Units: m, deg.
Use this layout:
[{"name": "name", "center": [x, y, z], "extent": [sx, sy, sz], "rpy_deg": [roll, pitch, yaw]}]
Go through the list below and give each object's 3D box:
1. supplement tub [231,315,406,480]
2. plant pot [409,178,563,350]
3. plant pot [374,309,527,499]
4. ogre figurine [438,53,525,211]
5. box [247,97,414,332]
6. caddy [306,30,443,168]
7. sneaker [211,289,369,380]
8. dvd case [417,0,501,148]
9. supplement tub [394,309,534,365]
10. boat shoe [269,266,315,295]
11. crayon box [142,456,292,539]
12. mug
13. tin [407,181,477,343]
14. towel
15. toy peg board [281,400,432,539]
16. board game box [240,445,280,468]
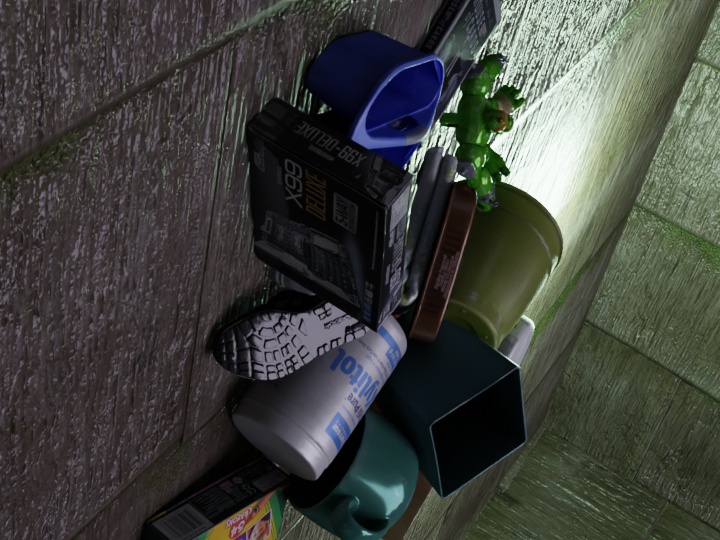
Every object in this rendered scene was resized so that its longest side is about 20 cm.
[{"name": "supplement tub", "center": [-0.046, 0.129, 1.409], "extent": [0.201, 0.131, 0.133], "rpy_deg": [-55, 162, -21]}, {"name": "plant pot", "center": [0.157, 0.013, 1.637], "extent": [0.202, 0.197, 0.194], "rpy_deg": [97, 18, -51]}, {"name": "plant pot", "center": [0.095, 0.151, 1.524], "extent": [0.140, 0.200, 0.143], "rpy_deg": [-29, 134, -19]}, {"name": "ogre figurine", "center": [0.156, -0.185, 1.547], "extent": [0.119, 0.097, 0.203], "rpy_deg": [5, 109, -66]}, {"name": "box", "center": [-0.030, -0.049, 1.133], "extent": [0.050, 0.156, 0.201], "rpy_deg": [-49, 160, -29]}, {"name": "caddy", "center": [0.017, -0.154, 1.186], "extent": [0.199, 0.104, 0.143], "rpy_deg": [-32, 148, -58]}, {"name": "sneaker", "center": [-0.083, 0.062, 1.297], "extent": [0.198, 0.087, 0.077], "rpy_deg": [-16, 110, -33]}, {"name": "dvd case", "center": [0.106, -0.260, 1.416], "extent": [0.202, 0.024, 0.150], "rpy_deg": [-58, 163, -8]}, {"name": "supplement tub", "center": [0.149, 0.083, 1.776], "extent": [0.123, 0.198, 0.123], "rpy_deg": [-52, 162, -25]}, {"name": "boat shoe", "center": [-0.019, -0.042, 1.317], "extent": [0.201, 0.071, 0.071], "rpy_deg": [-48, 159, -36]}, {"name": "crayon box", "center": [-0.178, 0.338, 1.414], "extent": [0.199, 0.058, 0.175], "rpy_deg": [-23, 135, -49]}, {"name": "mug", "center": [-0.005, 0.266, 1.456], "extent": [0.151, 0.114, 0.187], "rpy_deg": [-25, -144, 47]}, {"name": "tin", "center": [0.102, -0.008, 1.468], "extent": [0.112, 0.041, 0.203], "rpy_deg": [-87, -167, -78]}, {"name": "towel", "center": [0.072, -0.047, 1.514], "extent": [0.171, 0.047, 0.203], "rpy_deg": [91, 15, -82]}, {"name": "toy peg board", "center": [0.020, 0.231, 1.607], "extent": [0.201, 0.198, 0.098], "rpy_deg": [-57, 173, -13]}, {"name": "board game box", "center": [-0.117, 0.234, 1.532], "extent": [0.202, 0.019, 0.103], "rpy_deg": [-62, 164, 3]}]
